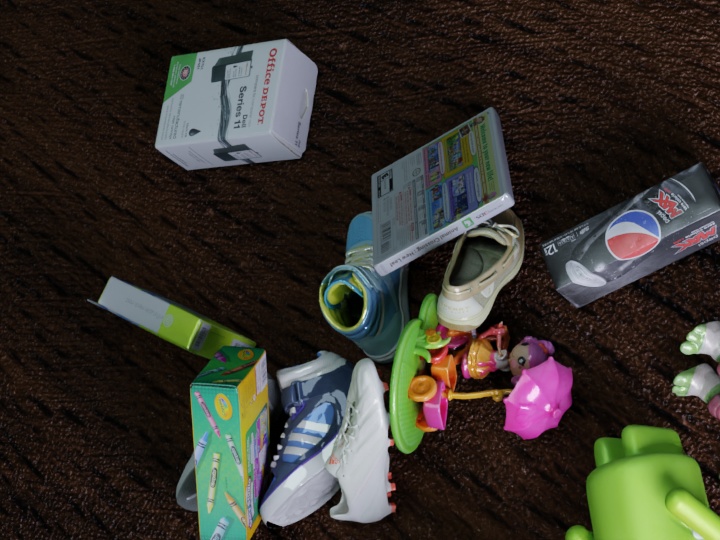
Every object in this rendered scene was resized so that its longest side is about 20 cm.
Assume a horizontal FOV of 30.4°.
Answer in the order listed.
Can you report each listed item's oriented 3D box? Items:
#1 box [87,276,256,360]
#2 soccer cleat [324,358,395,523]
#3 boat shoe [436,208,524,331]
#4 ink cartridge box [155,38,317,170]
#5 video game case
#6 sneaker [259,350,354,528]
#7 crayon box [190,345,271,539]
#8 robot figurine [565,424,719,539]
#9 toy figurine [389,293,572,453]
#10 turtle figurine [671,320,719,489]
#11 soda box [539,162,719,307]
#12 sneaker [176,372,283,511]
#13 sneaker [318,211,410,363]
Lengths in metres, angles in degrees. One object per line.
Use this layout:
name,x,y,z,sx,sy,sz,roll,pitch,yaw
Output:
box,-0.244,0.066,1.712,0.199,0.122,0.048,22,86,36
soccer cleat,-0.003,0.195,1.476,0.077,0.201,0.069,-6,22,-9
boat shoe,0.137,-0.017,1.496,0.073,0.063,0.201,15,44,21
ink cartridge box,-0.170,-0.226,1.814,0.199,0.083,0.147,-4,69,30
video game case,0.094,-0.097,1.583,0.181,0.022,0.200,-29,31,19
sneaker,-0.071,0.189,1.574,0.200,0.081,0.147,-46,56,4
crayon box,-0.147,0.202,1.533,0.058,0.119,0.201,2,108,11
robot figurine,0.287,0.256,1.302,0.175,0.115,0.201,-35,53,48
toy figurine,0.147,0.116,1.468,0.183,0.151,0.201,3,46,19
turtle figurine,0.365,0.157,1.281,0.200,0.144,0.194,-43,50,5
soda box,0.302,-0.036,1.446,0.199,0.071,0.064,-28,58,19
sneaker,-0.165,0.209,1.645,0.201,0.070,0.080,-56,29,5
sneaker,0.000,0.000,1.582,0.079,0.130,0.201,-24,59,23
